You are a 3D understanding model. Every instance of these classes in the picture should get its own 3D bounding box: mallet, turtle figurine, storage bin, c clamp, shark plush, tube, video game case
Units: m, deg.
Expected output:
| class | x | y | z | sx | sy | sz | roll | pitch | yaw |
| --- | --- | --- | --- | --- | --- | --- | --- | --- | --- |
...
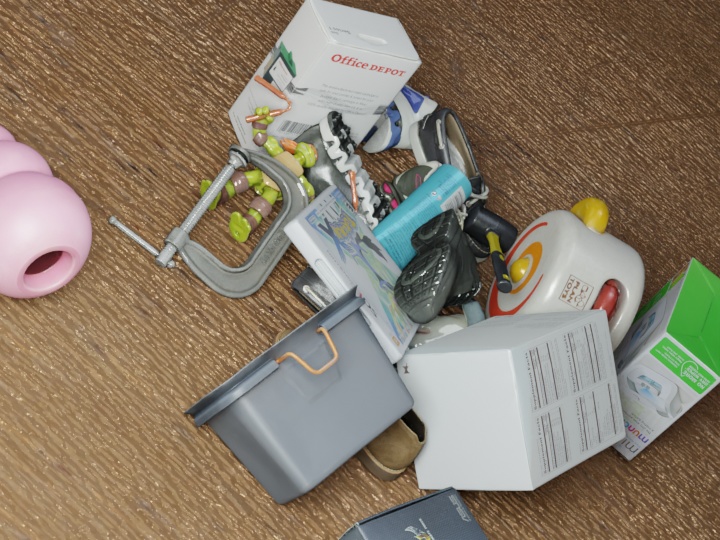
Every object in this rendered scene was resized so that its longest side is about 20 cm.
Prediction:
| class | x | y | z | sx | sy | sz | roll | pitch | yaw |
| --- | --- | --- | --- | --- | --- | --- | --- | --- | --- |
| mallet | 0.156 | -0.026 | 1.873 | 0.066 | 0.041 | 0.200 | 33 | 19 | -6 |
| turtle figurine | -0.107 | -0.114 | 1.789 | 0.161 | 0.064 | 0.200 | -36 | 94 | -31 |
| storage bin | -0.046 | 0.126 | 1.527 | 0.200 | 0.146 | 0.134 | -37 | 89 | -30 |
| c clamp | -0.150 | -0.063 | 1.698 | 0.171 | 0.027 | 0.200 | 45 | 61 | -10 |
| shark plush | 0.139 | 0.115 | 1.835 | 0.200 | 0.091 | 0.083 | 41 | 56 | -28 |
| tube | 0.053 | -0.045 | 1.834 | 0.200 | 0.050 | 0.078 | -45 | 114 | -26 |
| video game case | 0.000 | 0.000 | 1.690 | 0.182 | 0.022 | 0.200 | 52 | 16 | -5 |

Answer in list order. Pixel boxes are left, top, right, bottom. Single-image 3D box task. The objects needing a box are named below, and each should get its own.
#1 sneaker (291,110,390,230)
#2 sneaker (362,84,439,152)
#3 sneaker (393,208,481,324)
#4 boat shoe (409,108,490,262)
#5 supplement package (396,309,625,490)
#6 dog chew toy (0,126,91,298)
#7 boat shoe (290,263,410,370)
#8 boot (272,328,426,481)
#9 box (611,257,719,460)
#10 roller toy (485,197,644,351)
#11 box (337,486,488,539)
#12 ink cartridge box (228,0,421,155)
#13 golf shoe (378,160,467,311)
| class | x | y | z | sx | sy | sz | roll | pitch | yaw |
| --- | --- | --- | --- | --- | --- | --- | --- | --- | --- |
| sneaker | -0.024 | -0.087 | 1.869 | 0.200 | 0.090 | 0.066 | 64 | 20 | -11 |
| sneaker | 0.036 | -0.233 | 2.080 | 0.115 | 0.081 | 0.200 | 9 | 53 | -42 |
| sneaker | 0.098 | 0.008 | 1.744 | 0.091 | 0.076 | 0.200 | 52 | 29 | -17 |
| boat shoe | 0.129 | -0.111 | 1.992 | 0.074 | 0.060 | 0.200 | -11 | 78 | -50 |
| supplement package | 0.165 | 0.138 | 1.685 | 0.200 | 0.152 | 0.151 | -17 | 99 | -50 |
| dog chew toy | -0.345 | -0.068 | 1.508 | 0.124 | 0.125 | 0.200 | -2 | 45 | -44 |
| boat shoe | 0.001 | 0.072 | 1.724 | 0.060 | 0.074 | 0.200 | -40 | 101 | -14 |
| boot | -0.008 | 0.125 | 1.648 | 0.200 | 0.075 | 0.074 | 45 | 37 | 8 |
| box | 0.378 | 0.111 | 1.934 | 0.097 | 0.177 | 0.200 | 40 | 36 | -2 |
| roller toy | 0.244 | 0.025 | 1.891 | 0.140 | 0.200 | 0.183 | 28 | 43 | -16 |
| box | 0.085 | 0.324 | 1.542 | 0.158 | 0.051 | 0.200 | -11 | 60 | -47 |
| ink cartridge box | -0.044 | -0.222 | 1.875 | 0.146 | 0.200 | 0.084 | 6 | 46 | -39 |
| golf shoe | 0.095 | -0.045 | 1.902 | 0.077 | 0.088 | 0.200 | 29 | 30 | -61 |
